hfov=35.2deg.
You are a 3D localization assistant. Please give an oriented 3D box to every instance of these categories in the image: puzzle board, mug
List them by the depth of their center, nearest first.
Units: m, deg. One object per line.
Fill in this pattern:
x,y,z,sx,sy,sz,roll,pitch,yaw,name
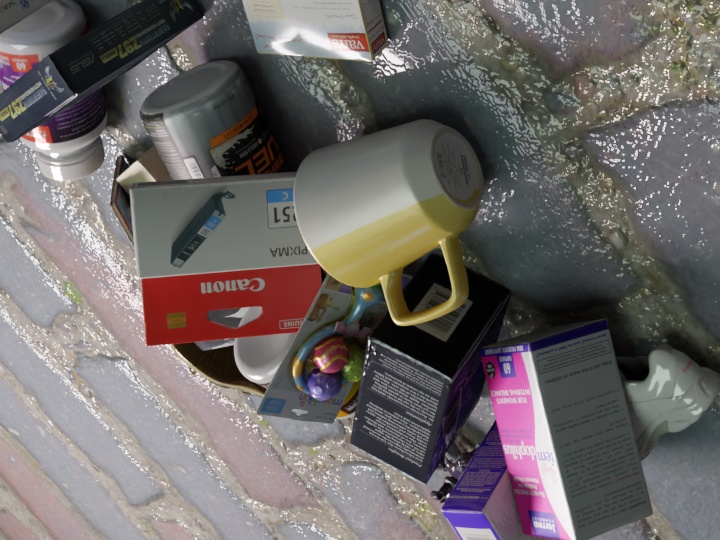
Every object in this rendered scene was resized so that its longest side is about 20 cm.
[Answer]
0.049,-0.062,1.128,0.152,0.150,0.187,-21,117,39,mug
-0.255,-0.032,1.415,0.017,0.151,0.201,-23,118,3,puzzle board

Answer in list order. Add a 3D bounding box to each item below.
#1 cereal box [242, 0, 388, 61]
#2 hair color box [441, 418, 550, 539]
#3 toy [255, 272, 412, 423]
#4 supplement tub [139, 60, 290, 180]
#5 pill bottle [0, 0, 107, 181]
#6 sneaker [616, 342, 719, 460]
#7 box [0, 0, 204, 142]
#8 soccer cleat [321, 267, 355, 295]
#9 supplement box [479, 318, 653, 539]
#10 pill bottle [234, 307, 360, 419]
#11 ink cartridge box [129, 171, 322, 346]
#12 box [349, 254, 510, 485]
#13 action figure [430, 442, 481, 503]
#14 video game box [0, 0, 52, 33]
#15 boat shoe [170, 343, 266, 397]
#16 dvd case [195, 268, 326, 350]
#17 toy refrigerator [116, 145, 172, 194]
-0.059,-0.296,1.063,0.143,0.040,0.201,12,134,32,cereal box
0.177,0.227,1.239,0.064,0.200,0.110,-8,122,45,hair color box
-0.020,0.089,1.233,0.047,0.115,0.201,41,110,47,toy
-0.146,-0.116,1.240,0.122,0.123,0.201,0,127,39,supplement tub
-0.360,-0.209,1.334,0.111,0.112,0.201,19,137,24,pill bottle
0.284,0.136,1.180,0.099,0.078,0.200,44,134,7,sneaker
-0.277,-0.219,1.187,0.157,0.200,0.051,-20,109,47,box
0.000,0.000,1.279,0.085,0.069,0.201,-17,127,15,soccer cleat
0.207,0.161,1.151,0.101,0.103,0.202,-17,87,64,supplement box
-0.047,0.107,1.334,0.109,0.110,0.199,-4,156,41,pill bottle
-0.133,-0.008,1.183,0.045,0.198,0.178,-132,38,-73,ink cartridge box
0.074,0.111,1.257,0.104,0.148,0.201,26,140,16,box
0.109,0.236,1.412,0.199,0.069,0.131,32,132,4,action figure
-0.407,-0.307,1.224,0.199,0.182,0.047,8,132,33,video game box
-0.171,0.125,1.493,0.199,0.074,0.062,32,153,-26,boat shoe
-0.128,0.037,1.339,0.198,0.025,0.150,-13,148,14,dvd case
-0.193,-0.064,1.365,0.200,0.076,0.070,49,141,-12,toy refrigerator
